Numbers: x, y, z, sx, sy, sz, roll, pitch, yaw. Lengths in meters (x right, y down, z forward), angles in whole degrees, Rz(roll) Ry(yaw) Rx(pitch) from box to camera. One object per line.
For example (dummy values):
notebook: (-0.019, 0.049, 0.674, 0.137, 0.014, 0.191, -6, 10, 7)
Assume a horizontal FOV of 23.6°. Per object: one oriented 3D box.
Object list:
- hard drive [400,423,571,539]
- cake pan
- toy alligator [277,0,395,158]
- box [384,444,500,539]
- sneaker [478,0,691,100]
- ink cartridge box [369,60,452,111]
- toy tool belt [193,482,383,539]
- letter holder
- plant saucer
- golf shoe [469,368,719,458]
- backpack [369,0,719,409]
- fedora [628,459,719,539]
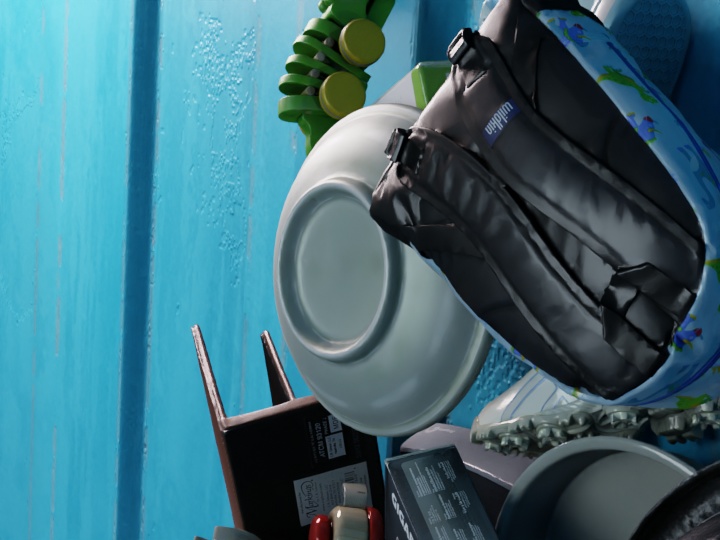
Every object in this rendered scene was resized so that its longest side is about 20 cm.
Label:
hard drive: (0.085, 0.178, 1.088, 0.199, 0.042, 0.137, 16, 105, 58)
cake pan: (0.155, 0.185, 0.931, 0.199, 0.036, 0.203, 12, 106, 44)
toy alligator: (-0.014, -0.155, 1.141, 0.059, 0.054, 0.202, -32, 37, 67)
box: (0.064, 0.224, 0.961, 0.201, 0.045, 0.160, -115, 18, -45)
sneaker: (0.108, -0.090, 1.001, 0.131, 0.079, 0.202, 43, 118, 48)
ink cartridge box: (0.042, -0.034, 1.119, 0.200, 0.075, 0.150, 148, 116, -65)
toy tool belt: (-0.066, 0.218, 1.078, 0.126, 0.121, 0.201, -95, 17, -49)
letter holder: (-0.046, 0.137, 1.197, 0.142, 0.099, 0.202, -119, 17, -56)
plant saucer: (0.000, 0.000, 1.032, 0.199, 0.050, 0.203, 1, 91, 48)
golf shoe: (0.137, 0.056, 0.984, 0.199, 0.078, 0.098, -25, 53, 51)
backpack: (0.119, -0.022, 0.856, 0.164, 0.153, 0.200, -57, 38, 18)
fedora: (0.190, 0.163, 0.787, 0.199, 0.091, 0.203, -10, 71, 31)
